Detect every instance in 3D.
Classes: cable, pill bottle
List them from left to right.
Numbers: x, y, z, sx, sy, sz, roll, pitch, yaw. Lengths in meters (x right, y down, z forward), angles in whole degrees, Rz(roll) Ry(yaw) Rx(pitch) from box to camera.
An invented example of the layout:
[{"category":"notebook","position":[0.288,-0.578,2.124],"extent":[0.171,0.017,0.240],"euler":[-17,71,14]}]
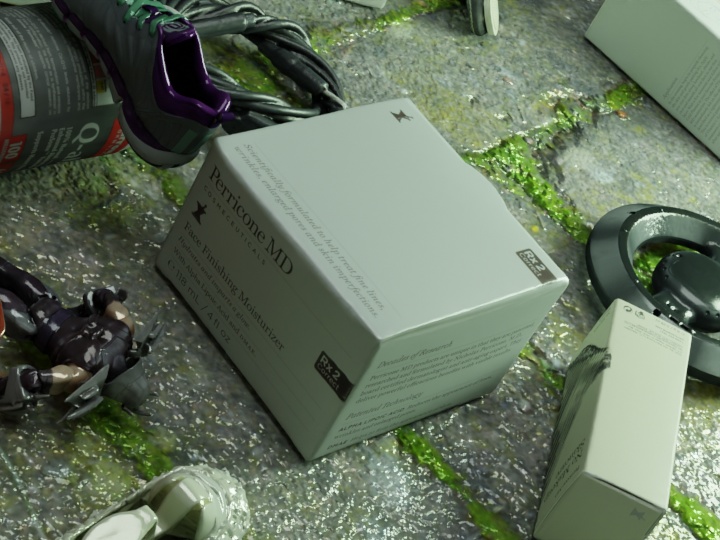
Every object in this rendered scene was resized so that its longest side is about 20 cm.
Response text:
[{"category":"pill bottle","position":[-0.217,-0.135,1.445],"extent":[0.200,0.116,0.116],"euler":[-14,56,-41]},{"category":"cable","position":[-0.093,-0.166,1.595],"extent":[0.200,0.051,0.163],"euler":[26,37,-16]}]

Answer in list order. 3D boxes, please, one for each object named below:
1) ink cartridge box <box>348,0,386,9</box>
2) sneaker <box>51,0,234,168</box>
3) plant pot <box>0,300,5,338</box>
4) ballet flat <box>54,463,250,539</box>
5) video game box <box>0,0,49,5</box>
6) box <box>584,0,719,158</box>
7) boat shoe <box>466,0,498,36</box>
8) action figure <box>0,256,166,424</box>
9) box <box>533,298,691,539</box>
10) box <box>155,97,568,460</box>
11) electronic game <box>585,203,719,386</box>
[{"category":"ink cartridge box","position":[-0.054,-0.335,1.759],"extent":[0.200,0.129,0.125],"euler":[13,41,-22]},{"category":"sneaker","position":[-0.148,-0.174,1.379],"extent":[0.074,0.087,0.200],"euler":[-28,88,-43]},{"category":"plant pot","position":[-0.336,0.013,1.158],"extent":[0.199,0.176,0.200],"euler":[7,44,-27]},{"category":"ballet flat","position":[-0.127,0.161,1.220],"extent":[0.072,0.072,0.200],"euler":[43,39,16]},{"category":"video game box","position":[-0.341,-0.295,1.598],"extent":[0.200,0.047,0.182],"euler":[10,44,-24]},{"category":"box","position":[0.333,-0.205,1.889],"extent":[0.200,0.098,0.124],"euler":[46,41,18]},{"category":"boat shoe","position":[0.086,-0.289,1.866],"extent":[0.067,0.072,0.200],"euler":[-15,55,3]},{"category":"action figure","position":[-0.212,0.030,1.311],"extent":[0.200,0.069,0.130],"euler":[38,32,4]},{"category":"box","position":[0.184,0.117,1.455],"extent":[0.068,0.082,0.200],"euler":[27,37,-5]},{"category":"box","position":[0.000,0.000,1.424],"extent":[0.200,0.131,0.199],"euler":[-16,56,-43]},{"category":"electronic game","position":[0.275,0.019,1.651],"extent":[0.200,0.042,0.200],"euler":[17,39,-15]}]
